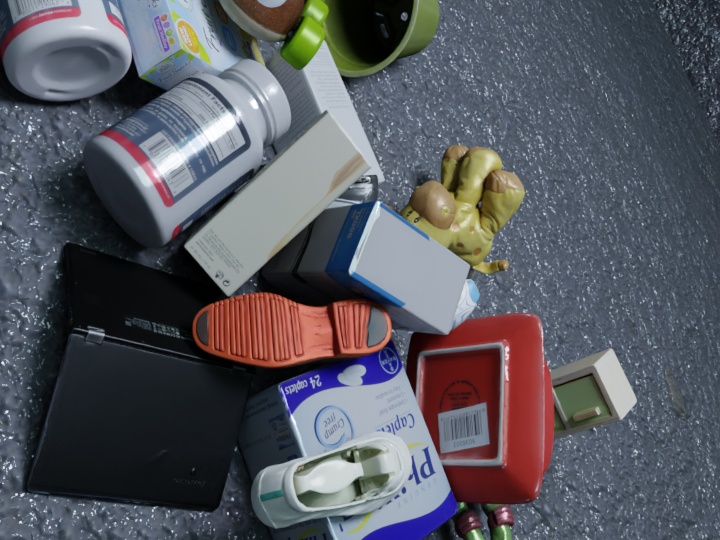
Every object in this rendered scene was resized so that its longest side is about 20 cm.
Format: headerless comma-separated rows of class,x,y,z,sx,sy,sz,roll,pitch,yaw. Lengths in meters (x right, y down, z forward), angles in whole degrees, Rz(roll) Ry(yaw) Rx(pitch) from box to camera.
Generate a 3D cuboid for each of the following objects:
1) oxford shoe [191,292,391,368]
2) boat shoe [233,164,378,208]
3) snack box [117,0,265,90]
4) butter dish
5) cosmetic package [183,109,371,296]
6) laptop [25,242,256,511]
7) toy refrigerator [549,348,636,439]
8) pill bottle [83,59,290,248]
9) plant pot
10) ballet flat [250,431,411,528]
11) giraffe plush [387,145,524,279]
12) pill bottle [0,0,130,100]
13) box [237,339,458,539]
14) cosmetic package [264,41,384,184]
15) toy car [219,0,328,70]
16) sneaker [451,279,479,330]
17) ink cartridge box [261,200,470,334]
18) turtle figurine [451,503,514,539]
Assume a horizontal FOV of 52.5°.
oxford shoe,-0.070,0.068,0.725,0.194,0.073,0.073,4,70,-18
boat shoe,-0.073,-0.102,0.849,0.194,0.069,0.058,12,94,-3
snack box,-0.191,-0.280,0.839,0.199,0.066,0.173,5,63,-66
butter dish,0.155,0.170,0.854,0.146,0.197,0.205,23,65,-41
cosmetic package,-0.085,-0.074,0.766,0.071,0.199,0.105,48,7,-12
laptop,-0.209,0.101,0.701,0.184,0.117,0.202,21,26,-36
toy refrigerator,0.259,0.181,0.982,0.069,0.198,0.077,-20,82,-48
pill bottle,-0.169,-0.128,0.747,0.200,0.119,0.121,-43,99,-30
plant pot,0.032,-0.395,1.108,0.204,0.198,0.189,62,29,3
ballet flat,-0.007,0.186,0.660,0.197,0.069,0.071,-1,68,-44
giraffe plush,0.116,-0.075,1.043,0.159,0.171,0.206,-5,106,-35
pill bottle,-0.309,-0.287,0.721,0.118,0.119,0.205,-7,73,-46
box,-0.014,0.202,0.769,0.182,0.104,0.205,-14,79,-47
cosmetic package,-0.058,-0.181,0.939,0.070,0.100,0.205,-15,80,-48
toy car,-0.070,-0.363,0.797,0.163,0.200,0.160,33,30,-22
sneaker,0.076,0.026,0.901,0.071,0.199,0.073,-30,111,-18
ink cartridge box,0.000,0.000,0.812,0.143,0.198,0.086,31,73,-30
turtle figurine,0.173,0.321,0.842,0.202,0.140,0.197,76,-5,-53
